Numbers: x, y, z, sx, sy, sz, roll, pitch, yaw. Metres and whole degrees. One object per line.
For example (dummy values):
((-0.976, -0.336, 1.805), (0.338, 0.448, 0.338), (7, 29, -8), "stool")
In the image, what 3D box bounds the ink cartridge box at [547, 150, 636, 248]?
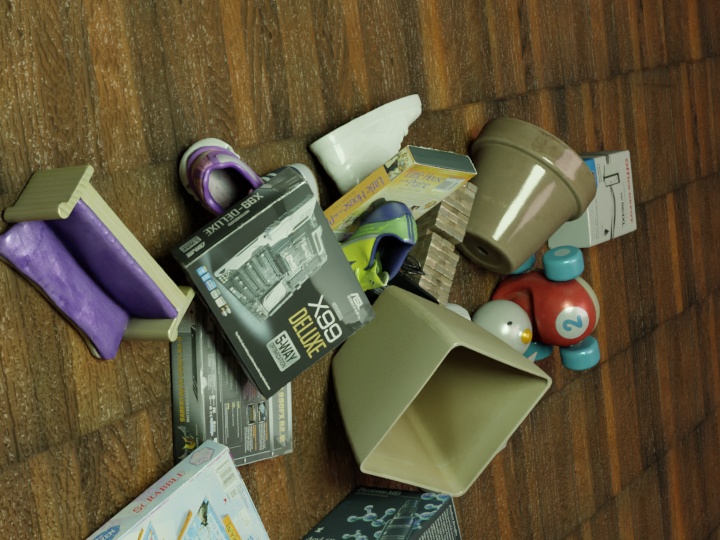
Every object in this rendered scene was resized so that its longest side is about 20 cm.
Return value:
((0.394, -0.125, 2.205), (0.199, 0.084, 0.148), (-18, 103, -53), "ink cartridge box")

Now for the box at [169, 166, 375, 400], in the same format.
((-0.089, 0.016, 1.379), (0.157, 0.050, 0.201), (-35, 125, -13), "box")

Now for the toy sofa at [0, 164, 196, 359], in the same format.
((-0.258, -0.001, 1.261), (0.201, 0.082, 0.098), (55, 46, -38), "toy sofa")

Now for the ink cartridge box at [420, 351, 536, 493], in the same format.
((0.170, 0.213, 1.843), (0.199, 0.044, 0.178), (-27, 137, -53), "ink cartridge box")

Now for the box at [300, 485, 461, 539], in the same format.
((0.017, 0.365, 1.589), (0.200, 0.147, 0.108), (-34, 117, -51), "box")

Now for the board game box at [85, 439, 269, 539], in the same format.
((-0.186, 0.318, 1.349), (0.199, 0.041, 0.202), (-37, 120, -32), "board game box")

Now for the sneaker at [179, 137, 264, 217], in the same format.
((-0.114, -0.060, 1.405), (0.200, 0.088, 0.081), (43, 86, -15), "sneaker")

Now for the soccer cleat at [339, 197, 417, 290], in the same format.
((0.000, 0.000, 1.552), (0.064, 0.200, 0.084), (12, 43, -36), "soccer cleat")

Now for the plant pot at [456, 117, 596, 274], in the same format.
((0.222, -0.096, 1.887), (0.175, 0.199, 0.200), (-56, 134, -17), "plant pot")

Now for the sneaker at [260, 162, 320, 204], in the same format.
((-0.088, -0.021, 1.518), (0.108, 0.069, 0.202), (-19, 100, -56), "sneaker")

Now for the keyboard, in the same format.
((0.032, 0.005, 1.672), (0.200, 0.104, 0.040), (36, 32, -45), "keyboard")

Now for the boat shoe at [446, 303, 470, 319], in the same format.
((0.115, 0.095, 1.809), (0.199, 0.066, 0.074), (-23, 108, -53), "boat shoe")

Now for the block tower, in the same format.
((0.106, -0.036, 1.800), (0.054, 0.058, 0.202), (29, 62, -25), "block tower")

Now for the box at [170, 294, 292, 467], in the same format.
((-0.144, 0.117, 1.451), (0.158, 0.048, 0.203), (-5, 94, -56), "box")

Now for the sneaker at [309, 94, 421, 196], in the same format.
((0.028, -0.148, 1.664), (0.199, 0.073, 0.116), (-33, 94, -41), "sneaker")

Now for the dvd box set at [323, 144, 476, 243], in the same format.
((0.031, -0.082, 1.591), (0.146, 0.199, 0.030), (1, 58, -54), "dvd box set")

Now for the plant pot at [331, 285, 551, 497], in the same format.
((0.081, 0.136, 1.615), (0.199, 0.177, 0.200), (23, 110, -42), "plant pot")

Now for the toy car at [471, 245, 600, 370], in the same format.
((0.239, 0.083, 1.918), (0.199, 0.176, 0.186), (-33, 119, -37), "toy car")
